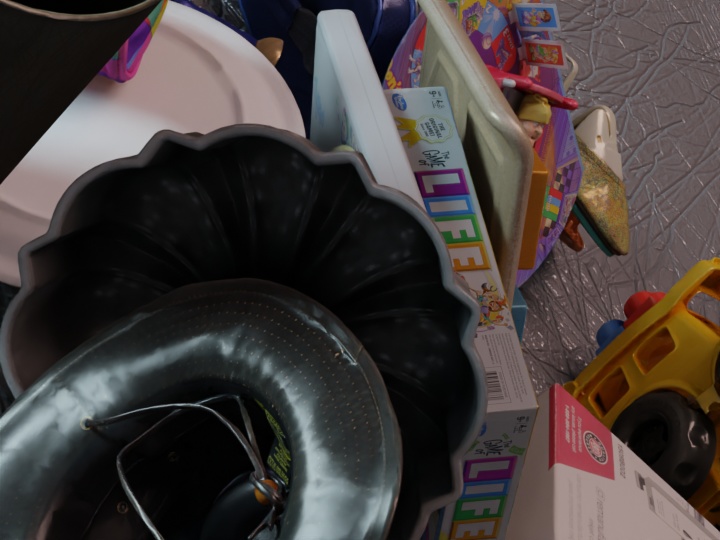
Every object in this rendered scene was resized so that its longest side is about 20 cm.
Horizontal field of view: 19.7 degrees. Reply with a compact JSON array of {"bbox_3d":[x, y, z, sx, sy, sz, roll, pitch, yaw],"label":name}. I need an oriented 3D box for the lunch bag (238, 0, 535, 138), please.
[{"bbox_3d":[0.001,-0.174,1.282,0.132,0.136,0.201,5,46,-33],"label":"lunch bag"}]

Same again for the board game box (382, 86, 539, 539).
[{"bbox_3d":[0.037,0.029,1.000,0.034,0.135,0.201,-4,50,-11],"label":"board game box"}]

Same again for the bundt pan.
[{"bbox_3d":[-0.044,0.031,0.860,0.202,0.202,0.076,47,16,-7],"label":"bundt pan"}]

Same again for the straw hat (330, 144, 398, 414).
[{"bbox_3d":[-0.044,0.034,0.984,0.084,0.202,0.202,-5,48,-12],"label":"straw hat"}]

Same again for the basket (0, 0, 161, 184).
[{"bbox_3d":[-0.170,-0.095,0.819,0.136,0.200,0.181,35,37,-11],"label":"basket"}]

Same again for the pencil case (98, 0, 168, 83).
[{"bbox_3d":[-0.184,-0.151,0.946,0.199,0.089,0.089,17,30,-1],"label":"pencil case"}]

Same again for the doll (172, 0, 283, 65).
[{"bbox_3d":[-0.136,-0.154,1.151,0.199,0.048,0.137,32,39,-22],"label":"doll"}]

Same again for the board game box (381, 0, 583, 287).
[{"bbox_3d":[0.084,-0.070,1.198,0.158,0.039,0.201,-40,127,-33],"label":"board game box"}]

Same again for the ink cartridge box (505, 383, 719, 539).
[{"bbox_3d":[0.144,0.181,1.123,0.200,0.083,0.147,41,27,-19],"label":"ink cartridge box"}]

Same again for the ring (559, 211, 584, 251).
[{"bbox_3d":[0.091,-0.095,1.422,0.201,0.019,0.201,47,11,-12],"label":"ring"}]

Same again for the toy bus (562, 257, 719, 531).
[{"bbox_3d":[0.224,0.064,1.292,0.135,0.200,0.193,31,24,-36],"label":"toy bus"}]

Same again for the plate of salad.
[{"bbox_3d":[-0.125,-0.058,0.970,0.198,0.048,0.201,5,48,-5],"label":"plate of salad"}]

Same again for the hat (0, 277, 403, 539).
[{"bbox_3d":[-0.066,0.106,0.789,0.081,0.199,0.202,56,13,-52],"label":"hat"}]

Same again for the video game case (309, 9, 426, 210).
[{"bbox_3d":[0.000,0.000,1.028,0.023,0.183,0.201,-4,38,-10],"label":"video game case"}]

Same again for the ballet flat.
[{"bbox_3d":[0.127,-0.102,1.361,0.200,0.071,0.071,52,25,14],"label":"ballet flat"}]

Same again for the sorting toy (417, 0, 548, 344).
[{"bbox_3d":[0.057,-0.026,1.066,0.036,0.201,0.185,-4,30,-10],"label":"sorting toy"}]
